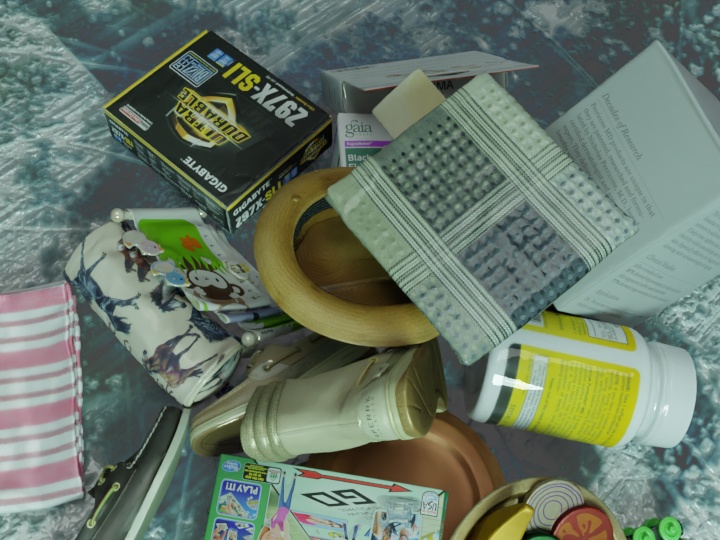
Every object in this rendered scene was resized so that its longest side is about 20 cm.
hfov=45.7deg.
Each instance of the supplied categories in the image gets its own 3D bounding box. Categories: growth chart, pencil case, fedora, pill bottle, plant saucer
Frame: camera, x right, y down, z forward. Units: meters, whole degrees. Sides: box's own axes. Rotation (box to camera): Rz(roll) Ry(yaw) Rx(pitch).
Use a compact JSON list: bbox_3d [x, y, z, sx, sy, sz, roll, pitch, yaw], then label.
[{"bbox_3d":[-0.139,0.001,0.826,0.199,0.018,0.144,42,25,14],"label":"growth chart"},{"bbox_3d":[-0.193,0.037,0.806,0.200,0.078,0.089,43,37,15],"label":"pencil case"},{"bbox_3d":[0.000,0.000,0.756,0.196,0.082,0.204,8,55,-11],"label":"fedora"},{"bbox_3d":[0.205,0.103,0.812,0.195,0.115,0.116,11,61,-2],"label":"pill bottle"},{"bbox_3d":[0.043,0.207,0.756,0.195,0.038,0.204,4,60,-8],"label":"plant saucer"}]

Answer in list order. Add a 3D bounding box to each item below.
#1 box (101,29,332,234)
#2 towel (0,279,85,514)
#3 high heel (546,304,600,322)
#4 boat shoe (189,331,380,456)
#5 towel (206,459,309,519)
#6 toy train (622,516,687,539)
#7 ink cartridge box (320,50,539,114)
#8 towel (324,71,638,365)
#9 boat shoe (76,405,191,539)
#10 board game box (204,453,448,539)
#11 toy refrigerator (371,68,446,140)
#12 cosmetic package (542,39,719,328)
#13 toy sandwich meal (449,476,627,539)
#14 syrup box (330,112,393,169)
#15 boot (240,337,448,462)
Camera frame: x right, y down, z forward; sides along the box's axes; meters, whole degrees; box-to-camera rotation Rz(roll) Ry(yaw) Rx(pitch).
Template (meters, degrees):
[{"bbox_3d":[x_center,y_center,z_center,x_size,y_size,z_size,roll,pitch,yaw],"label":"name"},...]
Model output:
[{"bbox_3d":[-0.150,-0.154,0.913,0.199,0.050,0.159,38,64,21],"label":"box"},{"bbox_3d":[-0.323,0.113,0.760,0.143,0.030,0.204,-8,69,-6],"label":"towel"},{"bbox_3d":[0.162,0.001,0.885,0.196,0.068,0.098,21,65,3],"label":"high heel"},{"bbox_3d":[-0.076,0.104,0.796,0.197,0.073,0.065,-26,61,-24],"label":"boat shoe"},{"bbox_3d":[-0.022,0.237,0.759,0.197,0.022,0.149,-20,68,-18],"label":"towel"},{"bbox_3d":[0.211,0.274,0.766,0.196,0.042,0.058,-14,75,-15],"label":"toy train"},{"bbox_3d":[0.071,-0.201,0.934,0.196,0.045,0.174,-11,23,-14],"label":"ink cartridge box"},{"bbox_3d":[0.097,-0.049,0.718,0.191,0.035,0.201,-37,71,-9],"label":"towel"},{"bbox_3d":[-0.204,0.201,0.720,0.059,0.072,0.204,22,64,-1],"label":"boat shoe"},{"bbox_3d":[-0.034,0.234,0.698,0.195,0.029,0.138,5,73,14],"label":"board game box"},{"bbox_3d":[0.100,-0.092,0.804,0.070,0.076,0.201,-39,64,9],"label":"toy refrigerator"},{"bbox_3d":[0.273,-0.071,0.832,0.166,0.199,0.169,15,46,-47],"label":"cosmetic package"},{"bbox_3d":[0.149,0.273,0.692,0.200,0.070,0.210,1,88,-15],"label":"toy sandwich meal"},{"bbox_3d":[0.015,-0.060,0.887,0.077,0.082,0.204,0,64,-8],"label":"syrup box"},{"bbox_3d":[-0.007,0.109,0.733,0.152,0.200,0.074,-14,94,15],"label":"boot"}]
